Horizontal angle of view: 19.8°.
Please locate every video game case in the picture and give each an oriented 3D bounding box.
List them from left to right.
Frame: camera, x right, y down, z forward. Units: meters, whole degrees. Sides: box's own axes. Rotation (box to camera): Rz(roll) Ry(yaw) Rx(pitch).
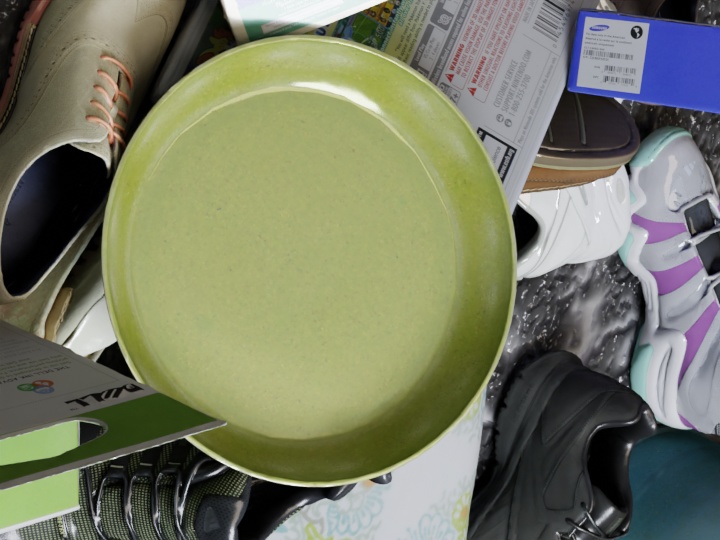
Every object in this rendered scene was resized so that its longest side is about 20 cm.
[{"bbox_3d":[0.018,-0.124,0.991,0.182,0.022,0.201,29,72,-17],"label":"video game case"}]

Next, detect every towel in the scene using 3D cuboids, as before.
[{"bbox_3d":[-0.014,0.121,1.100,0.200,0.048,0.172,-5,109,-43],"label":"towel"}]

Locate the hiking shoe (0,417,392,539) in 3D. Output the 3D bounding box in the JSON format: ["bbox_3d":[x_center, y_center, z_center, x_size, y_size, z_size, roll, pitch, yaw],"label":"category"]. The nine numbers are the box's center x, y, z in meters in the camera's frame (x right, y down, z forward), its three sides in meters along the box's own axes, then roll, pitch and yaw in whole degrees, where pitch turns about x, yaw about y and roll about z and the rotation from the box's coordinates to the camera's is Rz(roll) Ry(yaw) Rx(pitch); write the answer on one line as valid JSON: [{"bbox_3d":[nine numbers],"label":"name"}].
[{"bbox_3d":[-0.089,0.095,0.948,0.199,0.101,0.076,-18,113,-12],"label":"hiking shoe"}]

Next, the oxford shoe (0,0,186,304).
[{"bbox_3d":[-0.119,-0.069,0.913,0.071,0.074,0.200,36,76,-42],"label":"oxford shoe"}]

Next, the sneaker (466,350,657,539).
[{"bbox_3d":[0.106,0.149,1.193,0.076,0.091,0.201,18,91,-48],"label":"sneaker"}]

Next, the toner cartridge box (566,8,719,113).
[{"bbox_3d":[0.193,-0.103,1.068,0.200,0.095,0.043,-4,105,-60],"label":"toner cartridge box"}]

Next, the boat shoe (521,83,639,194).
[{"bbox_3d":[0.043,-0.067,1.054,0.199,0.072,0.068,5,138,-21],"label":"boat shoe"}]

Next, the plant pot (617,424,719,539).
[{"bbox_3d":[0.242,0.216,1.277,0.200,0.188,0.201,-15,113,-40],"label":"plant pot"}]

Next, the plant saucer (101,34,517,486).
[{"bbox_3d":[-0.024,-0.004,0.927,0.199,0.031,0.201,2,85,-24],"label":"plant saucer"}]

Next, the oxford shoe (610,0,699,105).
[{"bbox_3d":[0.159,-0.188,1.146,0.071,0.073,0.201,-31,123,-34],"label":"oxford shoe"}]

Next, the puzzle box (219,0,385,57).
[{"bbox_3d":[0.016,-0.188,0.899,0.199,0.025,0.133,-22,127,-3],"label":"puzzle box"}]

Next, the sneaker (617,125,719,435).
[{"bbox_3d":[0.228,0.016,1.230,0.078,0.140,0.201,-31,124,-33],"label":"sneaker"}]

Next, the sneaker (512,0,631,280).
[{"bbox_3d":[0.091,-0.079,1.116,0.099,0.078,0.201,-28,121,-31],"label":"sneaker"}]

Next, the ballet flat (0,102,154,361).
[{"bbox_3d":[-0.097,-0.017,0.960,0.200,0.062,0.067,-53,133,-19],"label":"ballet flat"}]

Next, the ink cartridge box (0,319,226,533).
[{"bbox_3d":[-0.171,0.080,0.821,0.148,0.200,0.076,-13,112,-41],"label":"ink cartridge box"}]
